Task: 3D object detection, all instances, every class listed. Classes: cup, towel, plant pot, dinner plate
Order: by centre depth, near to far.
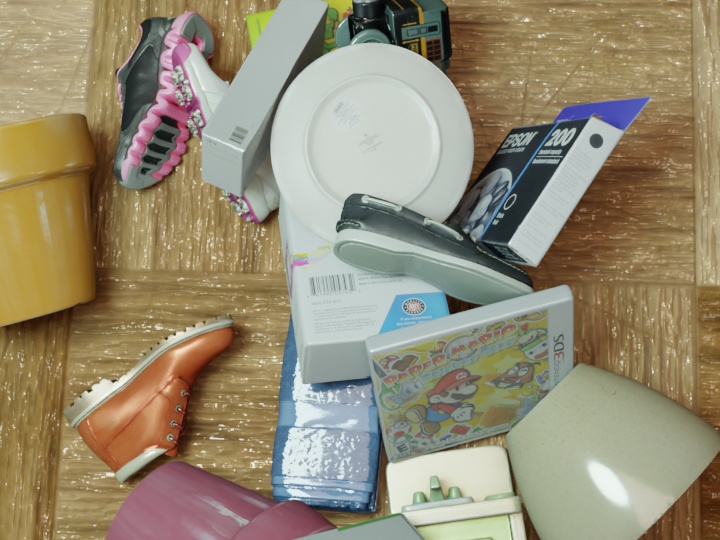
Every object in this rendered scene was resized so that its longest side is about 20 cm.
[{"bbox_3d":[0.220,0.174,1.224,0.200,0.200,0.143,-43,81,-5],"label":"cup"},{"bbox_3d":[-0.140,0.284,1.242,0.178,0.200,0.201,30,82,24],"label":"plant pot"},{"bbox_3d":[0.012,-0.120,1.251,0.197,0.024,0.203,0,86,-1],"label":"dinner plate"},{"bbox_3d":[-0.351,-0.044,1.321,0.198,0.200,0.186,-15,94,0],"label":"plant pot"},{"bbox_3d":[-0.029,0.141,1.326,0.110,0.049,0.203,5,80,4],"label":"towel"}]

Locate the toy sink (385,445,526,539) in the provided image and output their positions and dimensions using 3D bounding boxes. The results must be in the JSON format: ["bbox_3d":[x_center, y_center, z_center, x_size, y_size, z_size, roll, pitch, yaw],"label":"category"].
[{"bbox_3d":[0.096,0.273,1.260,0.129,0.112,0.203,-7,78,2],"label":"toy sink"}]

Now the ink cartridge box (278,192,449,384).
[{"bbox_3d":[0.000,0.000,1.294,0.143,0.085,0.202,-5,59,-8],"label":"ink cartridge box"}]

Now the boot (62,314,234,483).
[{"bbox_3d":[-0.194,0.129,1.331,0.199,0.075,0.108,-37,82,5],"label":"boot"}]

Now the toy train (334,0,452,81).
[{"bbox_3d":[0.040,-0.187,1.332,0.113,0.085,0.202,-12,117,-9],"label":"toy train"}]

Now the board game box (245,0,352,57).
[{"bbox_3d":[-0.016,-0.239,1.399,0.197,0.048,0.103,-12,79,1],"label":"board game box"}]

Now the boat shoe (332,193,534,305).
[{"bbox_3d":[0.074,-0.020,1.215,0.198,0.076,0.061,19,63,-14],"label":"boat shoe"}]

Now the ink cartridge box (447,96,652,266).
[{"bbox_3d":[0.176,-0.099,1.289,0.043,0.198,0.201,38,83,-15],"label":"ink cartridge box"}]

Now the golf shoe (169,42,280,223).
[{"bbox_3d":[-0.128,-0.153,1.362,0.091,0.075,0.202,-30,107,-14],"label":"golf shoe"}]

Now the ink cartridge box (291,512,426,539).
[{"bbox_3d":[-0.021,0.332,1.165,0.084,0.145,0.202,42,127,41],"label":"ink cartridge box"}]

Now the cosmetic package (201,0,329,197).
[{"bbox_3d":[-0.095,-0.179,1.294,0.050,0.083,0.201,22,61,7],"label":"cosmetic package"}]

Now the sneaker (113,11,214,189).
[{"bbox_3d":[-0.229,-0.185,1.399,0.094,0.079,0.202,13,79,28],"label":"sneaker"}]

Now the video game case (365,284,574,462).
[{"bbox_3d":[0.111,0.104,1.259,0.197,0.183,0.023,-14,47,-3],"label":"video game case"}]
